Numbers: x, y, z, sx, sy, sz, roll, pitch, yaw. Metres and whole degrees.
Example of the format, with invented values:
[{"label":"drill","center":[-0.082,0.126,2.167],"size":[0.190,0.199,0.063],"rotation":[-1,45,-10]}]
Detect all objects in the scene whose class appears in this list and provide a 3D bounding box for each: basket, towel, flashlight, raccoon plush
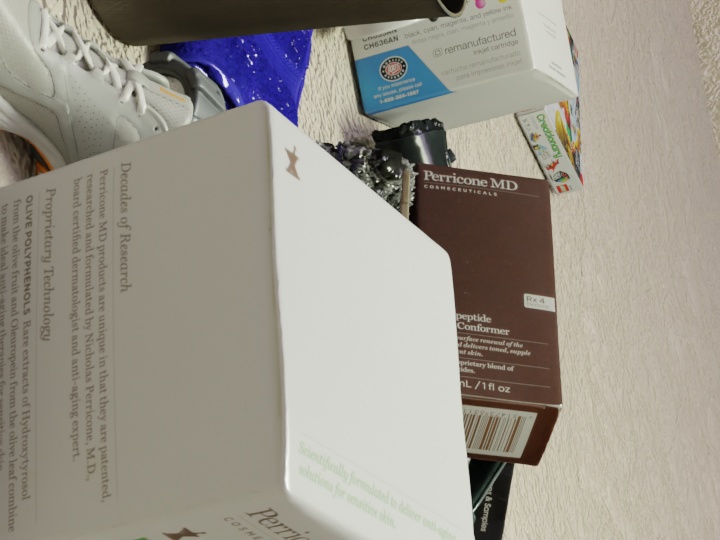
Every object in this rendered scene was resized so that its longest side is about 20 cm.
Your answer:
[{"label":"basket","center":[-0.056,-0.207,1.238],"size":[0.136,0.199,0.182],"rotation":[6,71,-70]},{"label":"towel","center":[-0.073,-0.154,1.392],"size":[0.148,0.049,0.201],"rotation":[60,25,-44]},{"label":"flashlight","center":[-0.079,-0.058,1.277],"size":[0.200,0.067,0.068],"rotation":[40,50,-58]},{"label":"raccoon plush","center":[0.000,0.000,1.451],"size":[0.200,0.096,0.135],"rotation":[38,50,-63]}]

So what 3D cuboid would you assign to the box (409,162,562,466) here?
[{"label":"box","center":[0.079,0.027,1.454],"size":[0.075,0.099,0.201],"rotation":[105,-12,-48]}]

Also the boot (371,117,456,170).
[{"label":"boot","center":[0.048,-0.031,1.605],"size":[0.198,0.073,0.164],"rotation":[-13,95,-85]}]

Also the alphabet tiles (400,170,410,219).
[{"label":"alphabet tiles","center":[0.021,0.067,1.335],"size":[0.168,0.007,0.201],"rotation":[-87,180,-50]}]

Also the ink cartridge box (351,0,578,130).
[{"label":"ink cartridge box","center":[0.072,-0.228,1.717],"size":[0.145,0.146,0.201],"rotation":[12,66,-70]}]

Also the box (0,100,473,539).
[{"label":"box","center":[-0.063,0.061,1.052],"size":[0.199,0.170,0.201],"rotation":[37,42,-53]}]

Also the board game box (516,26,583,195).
[{"label":"board game box","center":[0.196,-0.195,2.240],"size":[0.126,0.034,0.201],"rotation":[57,27,-45]}]

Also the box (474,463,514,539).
[{"label":"box","center":[0.099,0.118,1.596],"size":[0.143,0.036,0.201],"rotation":[-77,176,-63]}]

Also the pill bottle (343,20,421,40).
[{"label":"pill bottle","center":[-0.001,-0.278,1.594],"size":[0.109,0.109,0.201],"rotation":[-44,119,-69]}]

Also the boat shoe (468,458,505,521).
[{"label":"boat shoe","center":[0.051,0.158,1.437],"size":[0.201,0.061,0.073],"rotation":[-60,152,-33]}]

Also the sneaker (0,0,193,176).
[{"label":"sneaker","center":[-0.137,-0.093,1.091],"size":[0.076,0.091,0.200],"rotation":[-86,155,-44]}]
